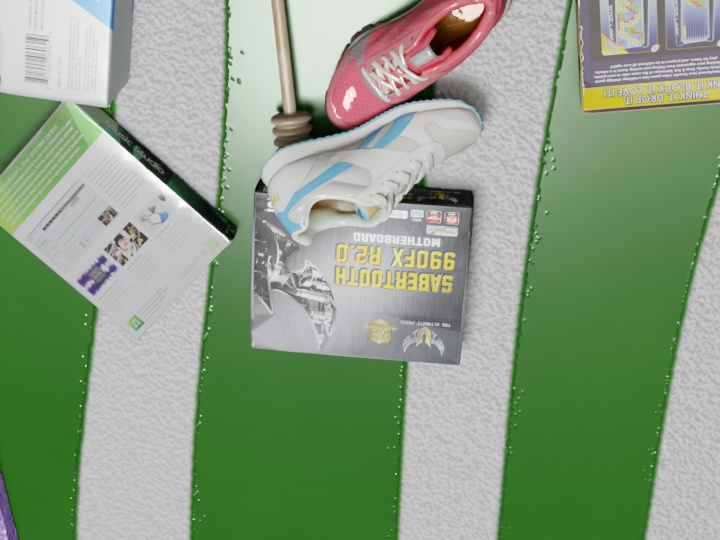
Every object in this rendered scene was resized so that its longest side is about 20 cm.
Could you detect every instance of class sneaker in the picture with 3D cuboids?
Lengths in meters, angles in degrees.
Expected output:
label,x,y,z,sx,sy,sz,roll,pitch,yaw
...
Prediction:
label,x,y,z,sx,sy,sz,roll,pitch,yaw
sneaker,0.043,-0.188,1.297,0.200,0.087,0.074,-39,103,18
sneaker,0.018,-0.085,1.323,0.199,0.077,0.081,-21,65,-1

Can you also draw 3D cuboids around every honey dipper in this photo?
label,x,y,z,sx,sy,sz,roll,pitch,yaw
honey dipper,-0.066,-0.190,1.337,0.038,0.038,0.201,-3,108,6

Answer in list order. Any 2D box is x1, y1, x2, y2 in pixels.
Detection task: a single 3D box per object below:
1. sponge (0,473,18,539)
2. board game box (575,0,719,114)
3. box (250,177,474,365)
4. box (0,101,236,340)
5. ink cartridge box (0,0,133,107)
label,x,y,z,sx,sy,sz,roll,pitch,yaw
sponge,-0.416,0.233,1.544,0.111,0.030,0.201,-5,112,7
board game box,0.280,-0.225,1.278,0.199,0.057,0.166,-3,114,6
box,0.000,0.000,1.400,0.199,0.048,0.159,5,112,3
box,-0.235,-0.050,1.409,0.200,0.036,0.144,42,110,-13
ink cartridge box,-0.302,-0.233,1.310,0.199,0.084,0.147,9,114,2
